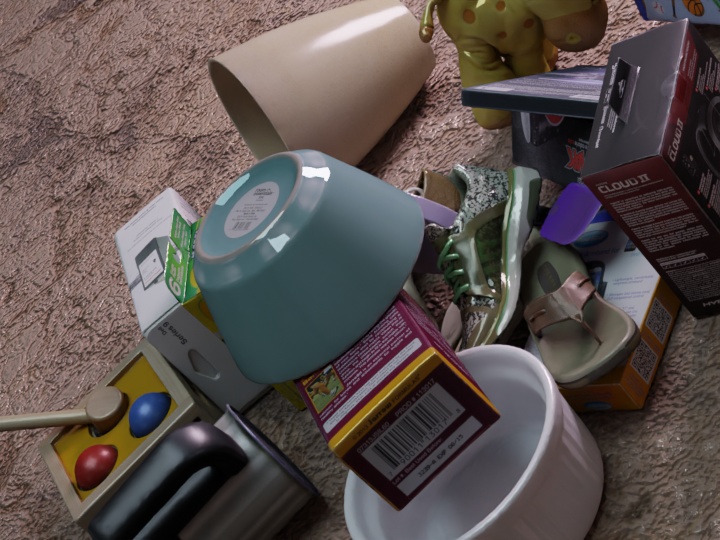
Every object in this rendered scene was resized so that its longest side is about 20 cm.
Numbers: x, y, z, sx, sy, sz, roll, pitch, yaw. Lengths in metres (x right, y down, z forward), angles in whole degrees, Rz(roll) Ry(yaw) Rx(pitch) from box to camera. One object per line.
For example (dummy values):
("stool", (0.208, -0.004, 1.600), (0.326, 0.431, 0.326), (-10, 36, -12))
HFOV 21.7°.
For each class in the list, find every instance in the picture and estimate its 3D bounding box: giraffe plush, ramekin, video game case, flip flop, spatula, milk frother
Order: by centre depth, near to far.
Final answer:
("ramekin", (0.094, 0.166, 1.470), (0.200, 0.098, 0.201), (-31, 34, 23))
("flip flop", (0.164, 0.027, 1.513), (0.081, 0.058, 0.200), (-36, 31, 11))
("milk frother", (-0.117, 0.246, 1.616), (0.200, 0.181, 0.188), (43, 89, 15))
("spatula", (0.162, -0.048, 1.619), (0.057, 0.021, 0.200), (-58, 9, -5))
("video game case", (0.202, -0.157, 1.641), (0.143, 0.019, 0.200), (9, 16, 36))
("giraffe plush", (0.165, -0.249, 1.766), (0.162, 0.200, 0.173), (-20, 38, 34))

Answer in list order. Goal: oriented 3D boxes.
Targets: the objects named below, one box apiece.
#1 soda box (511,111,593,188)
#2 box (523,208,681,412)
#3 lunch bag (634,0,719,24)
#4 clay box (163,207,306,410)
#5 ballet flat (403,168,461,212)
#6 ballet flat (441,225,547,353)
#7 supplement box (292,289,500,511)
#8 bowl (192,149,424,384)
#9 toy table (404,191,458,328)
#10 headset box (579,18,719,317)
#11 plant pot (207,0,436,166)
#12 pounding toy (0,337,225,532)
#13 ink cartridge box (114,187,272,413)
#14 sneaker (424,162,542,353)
("soda box", (0.196, -0.112, 1.644), (0.063, 0.071, 0.200), (-6, 14, -17))
("box", (0.208, 0.027, 1.556), (0.119, 0.041, 0.200), (-7, 45, 45))
("lunch bag", (0.354, -0.324, 1.715), (0.200, 0.124, 0.170), (-40, 29, -18))
("clay box", (-0.101, 0.027, 1.758), (0.048, 0.200, 0.115), (-29, 35, 23))
("ballet flat", (0.018, -0.018, 1.787), (0.200, 0.072, 0.068), (-48, 12, -2))
("ballet flat", (0.117, 0.022, 1.640), (0.069, 0.069, 0.200), (2, 54, 50))
("supplement box", (0.016, 0.082, 1.479), (0.110, 0.086, 0.200), (-43, 28, 5))
("bowl", (-0.058, -0.018, 1.508), (0.201, 0.105, 0.201), (-32, 32, 23))
("toy table", (0.000, 0.000, 1.679), (0.199, 0.184, 0.117), (8, 64, 28))
("headset box", (0.254, -0.085, 1.474), (0.077, 0.200, 0.149), (-17, 42, 37))
("plant pot", (-0.026, -0.197, 1.974), (0.200, 0.188, 0.187), (-35, 30, -10))
("pounding toy", (-0.235, 0.166, 1.809), (0.184, 0.142, 0.200), (-45, 32, 0))
("ink cartridge box", (-0.157, 0.030, 1.872), (0.084, 0.146, 0.200), (-40, 33, 9))
("sneaker", (0.090, -0.006, 1.579), (0.077, 0.088, 0.201), (117, 168, -63))
